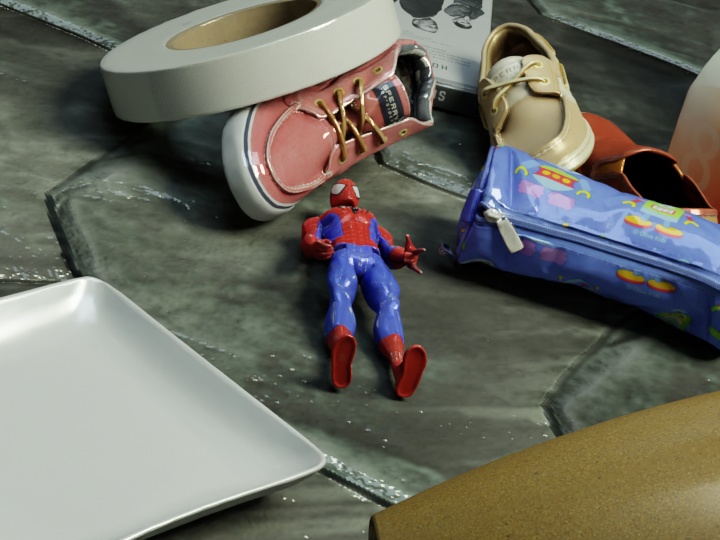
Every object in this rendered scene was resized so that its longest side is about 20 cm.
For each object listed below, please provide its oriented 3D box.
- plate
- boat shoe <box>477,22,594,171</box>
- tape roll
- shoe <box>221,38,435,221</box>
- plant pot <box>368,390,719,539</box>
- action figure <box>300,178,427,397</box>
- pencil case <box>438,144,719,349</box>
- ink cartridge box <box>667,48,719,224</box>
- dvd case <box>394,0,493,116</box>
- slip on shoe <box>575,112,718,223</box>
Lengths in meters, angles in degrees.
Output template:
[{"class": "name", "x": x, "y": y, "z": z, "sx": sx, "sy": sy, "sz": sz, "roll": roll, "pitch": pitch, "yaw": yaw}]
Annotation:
[{"class": "plate", "x": -0.152, "y": 0.081, "z": 1.037, "sx": 0.200, "sy": 0.032, "sz": 0.200, "roll": -17, "pitch": 41, "yaw": -43}, {"class": "boat shoe", "x": 0.111, "y": -0.116, "z": 1.434, "sx": 0.074, "sy": 0.069, "sz": 0.200, "roll": -28, "pitch": 22, "yaw": 9}, {"class": "tape roll", "x": -0.073, "y": -0.148, "z": 1.374, "sx": 0.203, "sy": 0.037, "sz": 0.203, "roll": -15, "pitch": 17, "yaw": 5}, {"class": "shoe", "x": -0.016, "y": -0.097, "z": 1.331, "sx": 0.091, "sy": 0.071, "sz": 0.200, "roll": -19, "pitch": 14, "yaw": 24}, {"class": "plant pot", "x": 0.107, "y": 0.144, "z": 0.915, "sx": 0.200, "sy": 0.186, "sz": 0.186, "roll": -3, "pitch": 31, "yaw": -5}, {"class": "action figure", "x": 0.000, "y": 0.000, "z": 1.232, "sx": 0.065, "sy": 0.052, "sz": 0.200, "roll": 5, "pitch": 28, "yaw": -11}, {"class": "pencil case", "x": 0.154, "y": -0.015, "z": 1.288, "sx": 0.200, "sy": 0.078, "sz": 0.087, "roll": 19, "pitch": 12, "yaw": 9}, {"class": "ink cartridge box", "x": 0.286, "y": -0.108, "z": 1.383, "sx": 0.050, "sy": 0.200, "sz": 0.162, "roll": -7, "pitch": 35, "yaw": -28}, {"class": "dvd case", "x": 0.025, "y": -0.183, "z": 1.583, "sx": 0.150, "sy": 0.025, "sz": 0.200, "roll": 13, "pitch": 30, "yaw": -2}, {"class": "slip on shoe", "x": 0.188, "y": -0.060, "z": 1.404, "sx": 0.074, "sy": 0.061, "sz": 0.200, "roll": 1, "pitch": 30, "yaw": -19}]
